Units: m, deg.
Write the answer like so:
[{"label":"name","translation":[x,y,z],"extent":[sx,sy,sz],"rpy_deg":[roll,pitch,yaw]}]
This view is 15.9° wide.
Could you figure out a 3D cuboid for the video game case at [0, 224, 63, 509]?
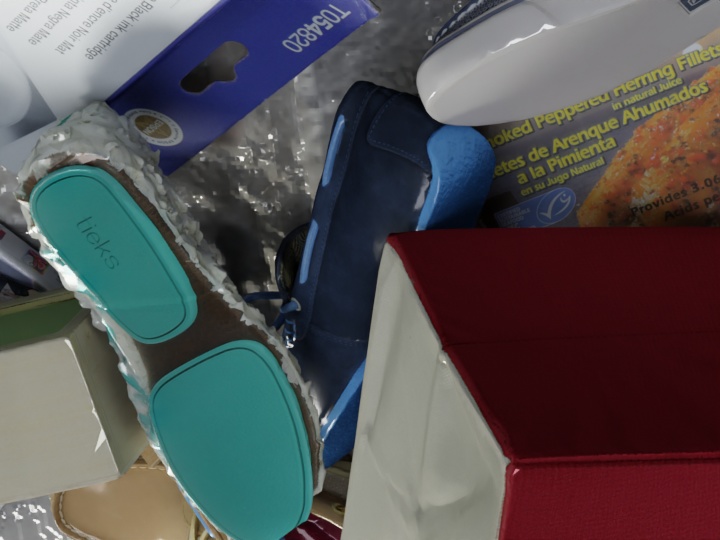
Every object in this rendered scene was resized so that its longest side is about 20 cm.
[{"label":"video game case","translation":[-0.226,0.042,1.161],"extent":[0.182,0.023,0.200],"rpy_deg":[37,117,-8]}]

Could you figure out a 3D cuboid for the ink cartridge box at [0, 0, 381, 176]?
[{"label":"ink cartridge box","translation":[-0.122,-0.104,0.985],"extent":[0.199,0.041,0.199],"rpy_deg":[32,149,-17]}]

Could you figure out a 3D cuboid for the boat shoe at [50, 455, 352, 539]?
[{"label":"boat shoe","translation":[-0.046,0.114,1.134],"extent":[0.199,0.066,0.074],"rpy_deg":[6,117,9]}]

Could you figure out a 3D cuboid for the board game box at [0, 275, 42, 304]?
[{"label":"board game box","translation":[-0.229,0.071,1.148],"extent":[0.134,0.029,0.201],"rpy_deg":[23,119,-1]}]

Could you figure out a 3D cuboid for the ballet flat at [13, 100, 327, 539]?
[{"label":"ballet flat","translation":[-0.068,0.016,1.018],"extent":[0.071,0.072,0.201],"rpy_deg":[-16,120,19]}]

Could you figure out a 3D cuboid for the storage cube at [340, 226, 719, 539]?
[{"label":"storage cube","translation":[0.103,0.095,0.968],"extent":[0.179,0.171,0.201],"rpy_deg":[-1,119,-16]}]

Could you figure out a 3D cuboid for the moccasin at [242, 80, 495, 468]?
[{"label":"moccasin","translation":[0.000,0.000,1.060],"extent":[0.068,0.080,0.201],"rpy_deg":[38,131,17]}]

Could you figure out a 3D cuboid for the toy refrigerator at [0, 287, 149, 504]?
[{"label":"toy refrigerator","translation":[-0.186,0.059,1.068],"extent":[0.199,0.076,0.070],"rpy_deg":[-14,106,20]}]

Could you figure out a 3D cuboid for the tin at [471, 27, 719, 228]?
[{"label":"tin","translation":[0.128,-0.067,1.024],"extent":[0.199,0.042,0.112],"rpy_deg":[-21,114,21]}]

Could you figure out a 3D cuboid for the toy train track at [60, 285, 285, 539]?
[{"label":"toy train track","translation":[-0.061,0.082,1.090],"extent":[0.115,0.032,0.200],"rpy_deg":[-41,75,27]}]

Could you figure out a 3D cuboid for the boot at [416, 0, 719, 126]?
[{"label":"boot","translation":[0.102,-0.133,0.963],"extent":[0.199,0.073,0.091],"rpy_deg":[-25,66,12]}]
